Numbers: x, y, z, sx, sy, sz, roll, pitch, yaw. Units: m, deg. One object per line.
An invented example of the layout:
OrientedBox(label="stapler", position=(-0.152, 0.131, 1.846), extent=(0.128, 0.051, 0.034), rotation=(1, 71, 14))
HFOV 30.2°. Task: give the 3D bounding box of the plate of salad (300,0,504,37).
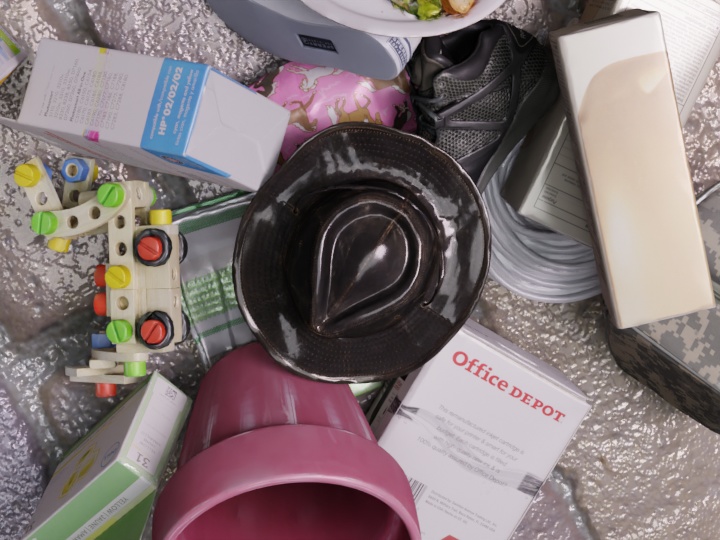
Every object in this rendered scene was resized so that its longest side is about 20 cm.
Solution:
OrientedBox(label="plate of salad", position=(0.024, -0.251, 0.944), extent=(0.197, 0.048, 0.203), rotation=(3, 61, -5))

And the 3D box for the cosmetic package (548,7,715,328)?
OrientedBox(label="cosmetic package", position=(0.186, -0.073, 0.921), extent=(0.070, 0.105, 0.203), rotation=(-13, 102, 7))

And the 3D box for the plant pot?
OrientedBox(label="plant pot", position=(-0.061, 0.160, 1.025), extent=(0.196, 0.180, 0.202), rotation=(-4, 130, -5))

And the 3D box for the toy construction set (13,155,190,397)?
OrientedBox(label="toy construction set", position=(-0.199, 0.009, 1.050), extent=(0.129, 0.092, 0.203), rotation=(-1, 106, 15))

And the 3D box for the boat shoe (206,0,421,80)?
OrientedBox(label="boat shoe", position=(-0.028, -0.209, 1.002), extent=(0.087, 0.200, 0.075), rotation=(-54, 139, -19))

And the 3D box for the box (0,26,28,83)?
OrientedBox(label="box", position=(-0.320, -0.149, 0.947), extent=(0.101, 0.200, 0.113), rotation=(-42, 105, 5))

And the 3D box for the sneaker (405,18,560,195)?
OrientedBox(label="sneaker", position=(0.055, -0.103, 0.996), extent=(0.113, 0.076, 0.200), rotation=(28, 106, -31))

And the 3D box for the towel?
OrientedBox(label="towel", position=(-0.074, 0.030, 1.110), extent=(0.147, 0.031, 0.203), rotation=(-18, 105, -2))

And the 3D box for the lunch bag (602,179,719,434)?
OrientedBox(label="lunch bag", position=(0.293, 0.022, 1.064), extent=(0.139, 0.200, 0.169), rotation=(34, 84, 23))

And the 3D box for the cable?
OrientedBox(label="cable", position=(0.164, -0.079, 1.094), extent=(0.199, 0.069, 0.201), rotation=(39, 97, -14))

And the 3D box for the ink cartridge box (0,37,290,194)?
OrientedBox(label="ink cartridge box", position=(-0.167, -0.117, 0.983), extent=(0.198, 0.115, 0.069), rotation=(13, 85, 29))

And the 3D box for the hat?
OrientedBox(label="hat", position=(0.000, 0.000, 0.946), extent=(0.197, 0.081, 0.204), rotation=(0, 105, 1))

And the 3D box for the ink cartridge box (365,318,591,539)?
OrientedBox(label="ink cartridge box", position=(0.078, 0.150, 1.130), extent=(0.146, 0.083, 0.202), rotation=(29, 99, -13))

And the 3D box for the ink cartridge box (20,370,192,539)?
OrientedBox(label="ink cartridge box", position=(-0.208, 0.189, 1.023), extent=(0.048, 0.201, 0.145), rotation=(39, 124, -16))

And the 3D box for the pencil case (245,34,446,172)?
OrientedBox(label="pencil case", position=(-0.016, -0.130, 1.053), extent=(0.197, 0.087, 0.083), rotation=(-20, 142, -2))

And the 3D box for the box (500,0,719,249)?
OrientedBox(label="box", position=(0.191, -0.122, 1.008), extent=(0.094, 0.078, 0.202), rotation=(24, 101, -11))
